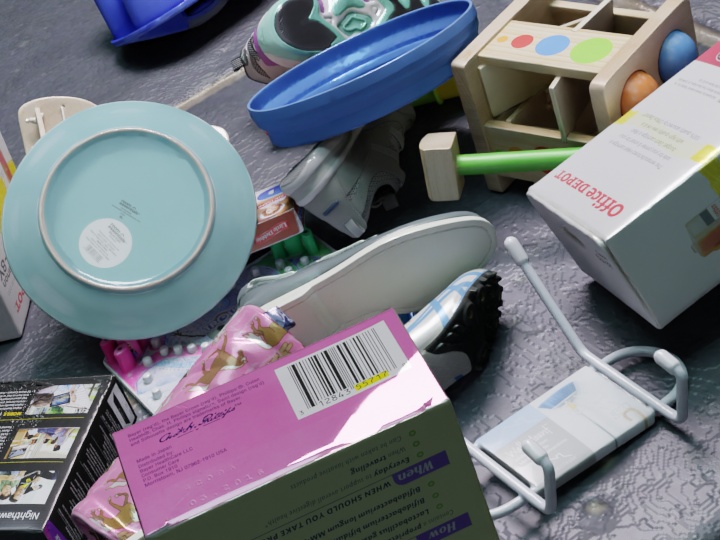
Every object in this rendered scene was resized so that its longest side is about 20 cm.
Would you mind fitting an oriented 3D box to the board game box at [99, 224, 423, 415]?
[{"bbox_3d":[-0.074,0.050,1.292,0.200,0.026,0.200,-33,37,-17],"label":"board game box"}]

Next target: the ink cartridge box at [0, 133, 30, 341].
[{"bbox_3d":[-0.338,-0.055,1.410,0.083,0.200,0.145,-10,36,8],"label":"ink cartridge box"}]

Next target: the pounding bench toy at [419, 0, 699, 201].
[{"bbox_3d":[0.159,-0.111,1.306,0.156,0.124,0.200,15,48,39],"label":"pounding bench toy"}]

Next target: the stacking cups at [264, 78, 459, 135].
[{"bbox_3d":[0.007,-0.159,1.500,0.200,0.061,0.061,-14,36,11],"label":"stacking cups"}]

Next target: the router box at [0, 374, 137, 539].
[{"bbox_3d":[-0.279,0.148,1.238,0.200,0.051,0.149,-4,40,22],"label":"router box"}]

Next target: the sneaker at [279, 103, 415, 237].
[{"bbox_3d":[0.002,-0.083,1.405,0.075,0.082,0.200,-39,6,35],"label":"sneaker"}]

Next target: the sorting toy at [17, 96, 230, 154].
[{"bbox_3d":[-0.191,-0.081,1.470,0.180,0.107,0.200,-12,27,-8],"label":"sorting toy"}]

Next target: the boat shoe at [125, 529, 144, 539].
[{"bbox_3d":[-0.070,0.152,1.066,0.202,0.072,0.060,-38,16,-11],"label":"boat shoe"}]

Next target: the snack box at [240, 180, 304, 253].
[{"bbox_3d":[-0.139,-0.017,1.384,0.200,0.024,0.072,-22,23,9],"label":"snack box"}]

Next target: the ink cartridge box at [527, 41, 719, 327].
[{"bbox_3d":[0.234,-0.068,1.177,0.200,0.083,0.145,-37,22,-2],"label":"ink cartridge box"}]

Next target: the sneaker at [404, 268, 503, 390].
[{"bbox_3d":[0.032,0.062,1.184,0.072,0.072,0.200,18,49,33],"label":"sneaker"}]

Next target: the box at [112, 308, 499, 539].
[{"bbox_3d":[-0.018,0.153,0.977,0.176,0.200,0.097,-24,35,-5],"label":"box"}]

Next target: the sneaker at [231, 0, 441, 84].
[{"bbox_3d":[-0.025,-0.207,1.572,0.200,0.078,0.140,-4,-12,-31],"label":"sneaker"}]

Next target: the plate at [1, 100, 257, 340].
[{"bbox_3d":[-0.180,-0.045,1.327,0.200,0.026,0.201,0,70,-1],"label":"plate"}]

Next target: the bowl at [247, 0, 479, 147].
[{"bbox_3d":[0.006,-0.157,1.381,0.200,0.039,0.201,-24,16,7],"label":"bowl"}]

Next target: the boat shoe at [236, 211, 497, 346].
[{"bbox_3d":[0.000,0.000,1.238,0.200,0.073,0.062,-25,39,1],"label":"boat shoe"}]

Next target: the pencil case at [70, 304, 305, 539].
[{"bbox_3d":[-0.105,0.117,1.144,0.200,0.083,0.087,-50,2,-19],"label":"pencil case"}]

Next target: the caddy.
[{"bbox_3d":[-0.182,-0.301,1.746,0.200,0.105,0.141,-40,17,-25],"label":"caddy"}]

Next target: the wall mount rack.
[{"bbox_3d":[0.111,0.069,1.119,0.200,0.075,0.174,-30,43,-23],"label":"wall mount rack"}]
